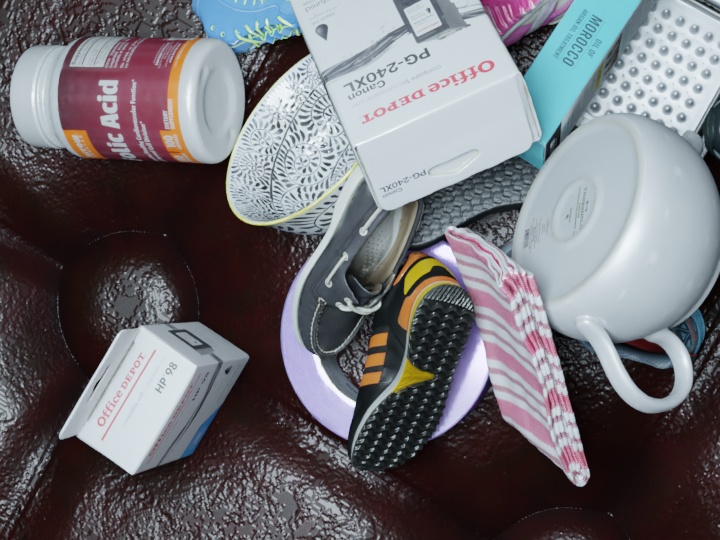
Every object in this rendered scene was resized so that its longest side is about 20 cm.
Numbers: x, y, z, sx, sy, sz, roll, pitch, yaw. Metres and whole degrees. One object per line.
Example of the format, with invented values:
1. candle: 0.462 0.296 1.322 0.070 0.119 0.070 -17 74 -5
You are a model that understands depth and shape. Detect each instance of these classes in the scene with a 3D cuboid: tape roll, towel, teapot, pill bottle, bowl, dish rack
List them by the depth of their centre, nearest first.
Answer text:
1. teapot: 0.227 -0.018 1.203 0.145 0.198 0.201 25 103 -25
2. towel: 0.126 0.069 1.228 0.030 0.146 0.202 -22 111 -10
3. dish rack: 0.247 -0.167 1.322 0.170 0.044 0.202 31 96 12
4. bowl: -0.018 -0.103 1.339 0.199 0.094 0.203 -28 42 29
5. tape roll: 0.029 0.059 1.359 0.197 0.066 0.203 0 89 12
6. pill bottle: -0.218 -0.160 1.385 0.197 0.114 0.116 4 90 21

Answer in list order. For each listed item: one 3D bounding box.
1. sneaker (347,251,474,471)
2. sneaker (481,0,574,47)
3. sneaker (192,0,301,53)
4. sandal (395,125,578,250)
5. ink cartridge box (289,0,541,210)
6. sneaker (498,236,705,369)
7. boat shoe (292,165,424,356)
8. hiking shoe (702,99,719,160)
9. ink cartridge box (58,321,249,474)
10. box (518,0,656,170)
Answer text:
1. sneaker: 0.036 0.079 1.297 0.069 0.090 0.202 10 118 -25
2. sneaker: 0.140 -0.238 1.293 0.087 0.200 0.082 -16 87 -27
3. sneaker: -0.082 -0.235 1.378 0.199 0.075 0.106 36 110 32
4. sandal: 0.112 -0.077 1.305 0.198 0.048 0.076 -20 81 2
5. ink cartridge box: 0.041 -0.167 1.205 0.144 0.084 0.201 -24 50 1
6. sneaker: 0.205 0.024 1.295 0.198 0.095 0.080 23 111 12
7. boat shoe: 0.000 0.000 1.268 0.060 0.073 0.202 49 125 40
8. hiking shoe: 0.386 -0.122 1.239 0.197 0.087 0.076 0 86 -11
9. ink cartridge box: -0.182 0.113 1.337 0.066 0.200 0.117 33 97 11
10. box: 0.189 -0.188 1.253 0.049 0.082 0.201 33 83 12
